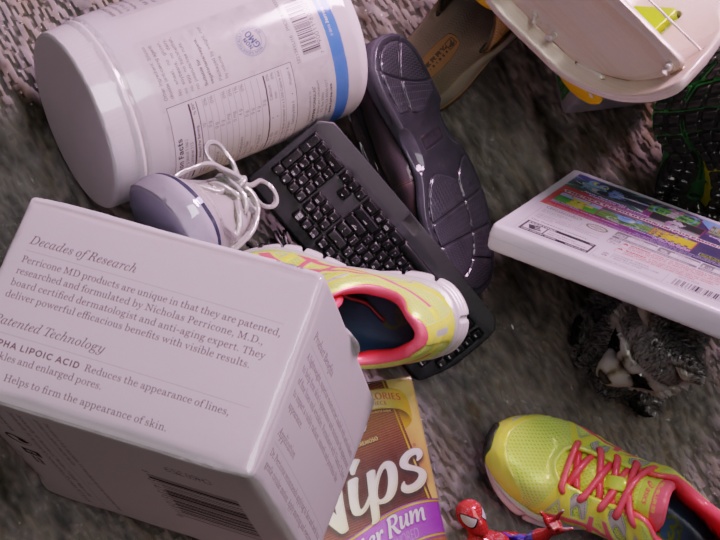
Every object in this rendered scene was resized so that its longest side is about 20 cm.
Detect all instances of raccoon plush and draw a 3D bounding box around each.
[{"bbox_3d":[0.234,0.019,1.326,0.097,0.134,0.200,39,68,-4],"label":"raccoon plush"}]

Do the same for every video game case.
[{"bbox_3d":[0.211,-0.010,1.286,0.200,0.023,0.182,22,23,18],"label":"video game case"}]

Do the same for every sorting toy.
[{"bbox_3d":[0.184,-0.229,1.282,0.200,0.107,0.180,45,65,2],"label":"sorting toy"}]

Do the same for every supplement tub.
[{"bbox_3d":[-0.108,-0.136,1.258,0.200,0.132,0.132,-23,84,-22],"label":"supplement tub"}]

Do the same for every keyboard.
[{"bbox_3d":[0.000,0.000,1.277,0.104,0.040,0.200,-39,103,10],"label":"keyboard"}]

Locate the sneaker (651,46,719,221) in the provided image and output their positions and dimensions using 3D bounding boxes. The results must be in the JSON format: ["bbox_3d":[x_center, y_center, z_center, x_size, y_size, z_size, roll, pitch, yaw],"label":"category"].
[{"bbox_3d":[0.251,-0.119,1.346,0.078,0.200,0.085,7,62,4],"label":"sneaker"}]

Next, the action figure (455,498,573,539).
[{"bbox_3d":[0.126,0.243,1.255,0.065,0.099,0.200,-26,83,-24],"label":"action figure"}]

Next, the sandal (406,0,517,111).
[{"bbox_3d":[0.086,-0.199,1.335,0.200,0.054,0.080,-49,63,6],"label":"sandal"}]

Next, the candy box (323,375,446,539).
[{"bbox_3d":[-0.005,0.180,1.248,0.117,0.056,0.200,-8,77,-19],"label":"candy box"}]

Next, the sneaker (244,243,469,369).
[{"bbox_3d":[-0.032,0.027,1.221,0.200,0.090,0.078,1,100,14],"label":"sneaker"}]

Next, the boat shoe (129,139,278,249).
[{"bbox_3d":[-0.096,-0.039,1.191,0.086,0.202,0.075,-35,87,-11],"label":"boat shoe"}]

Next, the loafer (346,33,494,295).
[{"bbox_3d":[0.038,-0.073,1.333,0.072,0.063,0.200,-29,102,-42],"label":"loafer"}]

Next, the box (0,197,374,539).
[{"bbox_3d":[-0.114,0.074,1.130,0.200,0.199,0.131,15,68,16],"label":"box"}]

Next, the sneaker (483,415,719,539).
[{"bbox_3d":[0.183,0.155,1.290,0.200,0.090,0.078,26,70,-9],"label":"sneaker"}]

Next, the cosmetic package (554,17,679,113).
[{"bbox_3d":[0.185,-0.233,1.390,0.085,0.108,0.200,-9,77,-10],"label":"cosmetic package"}]
